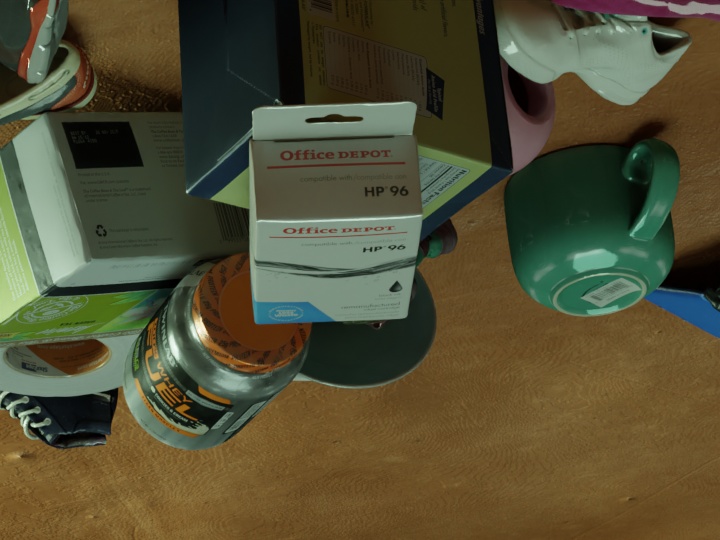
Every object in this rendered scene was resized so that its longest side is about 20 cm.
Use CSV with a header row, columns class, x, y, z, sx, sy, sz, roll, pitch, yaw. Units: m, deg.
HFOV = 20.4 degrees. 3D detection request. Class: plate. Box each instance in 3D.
class,x,y,z,sx,sy,sz,roll,pitch,yaw
plate,-0.028,0.031,1.811,0.199,0.201,0.026,5,139,-19

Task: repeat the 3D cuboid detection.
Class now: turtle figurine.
class,x,y,z,sx,sy,sz,roll,pitch,yaw
turtle figurine,0.000,0.000,1.671,0.149,0.101,0.200,-31,171,30

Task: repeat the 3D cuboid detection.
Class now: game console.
class,x,y,z,sx,sy,sz,roll,pitch,yaw
game console,0.404,0.011,2.054,0.200,0.118,0.171,25,109,-45

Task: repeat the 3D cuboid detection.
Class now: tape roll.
class,x,y,z,sx,sy,sz,roll,pitch,yaw
tape roll,-0.297,0.055,1.958,0.199,0.066,0.201,-4,152,-2

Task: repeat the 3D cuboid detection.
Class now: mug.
class,x,y,z,sx,sy,sz,roll,pitch,yaw
mug,0.211,-0.035,1.822,0.151,0.115,0.185,-6,153,1

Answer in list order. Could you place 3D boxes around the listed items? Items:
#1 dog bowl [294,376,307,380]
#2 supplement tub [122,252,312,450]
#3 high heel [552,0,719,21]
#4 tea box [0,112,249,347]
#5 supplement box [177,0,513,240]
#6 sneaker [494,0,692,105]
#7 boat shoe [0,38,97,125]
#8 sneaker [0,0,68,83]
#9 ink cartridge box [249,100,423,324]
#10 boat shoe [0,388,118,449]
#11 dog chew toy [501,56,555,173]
class,x,y,z,sx,sy,sz,roll,pitch,yaw
dog bowl,-0.091,0.058,1.920,0.199,0.079,0.200,3,172,0
supplement tub,-0.117,0.065,1.657,0.122,0.123,0.200,5,156,-20
high heel,0.246,-0.206,1.536,0.199,0.068,0.096,17,136,-28
tea box,-0.219,-0.034,1.673,0.199,0.134,0.196,-4,161,-45
supplement box,-0.014,-0.148,1.464,0.199,0.201,0.134,14,148,-32
sneaker,0.182,-0.191,1.572,0.199,0.076,0.088,9,147,-46
boat shoe,-0.307,-0.137,1.570,0.199,0.072,0.063,-14,166,5
sneaker,-0.249,-0.213,1.438,0.082,0.077,0.200,19,139,-4
ink cartridge box,-0.019,-0.036,1.385,0.115,0.068,0.200,-3,153,-4
boat shoe,-0.345,0.132,2.068,0.199,0.093,0.075,3,152,-16
dog chew toy,0.060,-0.122,1.629,0.199,0.125,0.124,-18,152,40
